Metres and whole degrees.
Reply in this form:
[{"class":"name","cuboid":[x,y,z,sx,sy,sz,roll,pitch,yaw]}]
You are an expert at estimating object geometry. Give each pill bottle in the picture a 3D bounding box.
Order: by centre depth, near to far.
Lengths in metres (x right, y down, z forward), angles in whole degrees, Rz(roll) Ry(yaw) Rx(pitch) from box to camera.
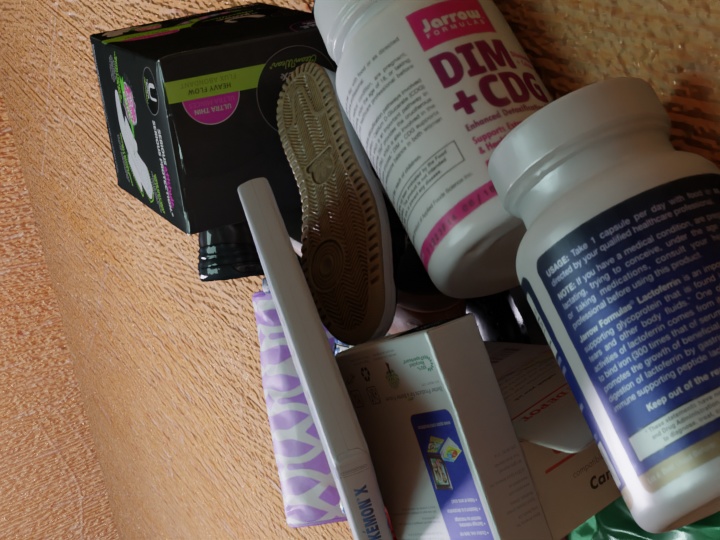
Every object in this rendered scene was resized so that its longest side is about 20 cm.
[{"class":"pill bottle","cuboid":[0.145,0.015,0.709,0.201,0.115,0.116,66,159,17]},{"class":"pill bottle","cuboid":[0.053,-0.095,0.865,0.201,0.112,0.114,63,158,23]}]

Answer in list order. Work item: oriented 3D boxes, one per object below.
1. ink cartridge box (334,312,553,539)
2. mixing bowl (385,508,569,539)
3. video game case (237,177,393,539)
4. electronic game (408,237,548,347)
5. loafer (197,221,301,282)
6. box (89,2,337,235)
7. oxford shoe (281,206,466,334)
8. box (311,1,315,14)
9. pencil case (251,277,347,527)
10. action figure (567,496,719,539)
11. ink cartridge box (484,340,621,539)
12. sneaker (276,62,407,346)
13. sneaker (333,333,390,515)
[{"class":"ink cartridge box","cuboid":[0.054,0.129,0.791,0.099,0.039,0.202,-17,91,56]},{"class":"mixing bowl","cuboid":[0.080,0.204,0.987,0.109,0.198,0.202,-76,-12,-51]},{"class":"video game case","cuboid":[-0.022,0.074,0.861,0.183,0.022,0.201,77,173,-53]},{"class":"electronic game","cuboid":[0.084,0.037,0.995,0.200,0.041,0.201,42,144,40]},{"class":"loafer","cuboid":[-0.068,-0.034,1.195,0.200,0.072,0.073,-8,-89,-68]},{"class":"box","cuboid":[-0.099,-0.119,1.068,0.200,0.147,0.126,-149,47,-63]},{"class":"oxford shoe","cuboid":[0.000,0.000,1.004,0.200,0.071,0.072,38,146,46]},{"class":"box","cuboid":[-0.004,-0.096,1.118,0.161,0.043,0.200,66,159,18]},{"class":"pencil case","cuboid":[-0.030,0.101,1.132,0.085,0.084,0.202,-9,90,27]},{"class":"action figure","cuboid":[0.189,0.163,0.809,0.200,0.054,0.119,-19,87,63]},{"class":"ink cartridge box","cuboid":[0.101,0.098,0.851,0.199,0.116,0.068,0,114,55]},{"class":"sneaker","cuboid":[0.015,-0.037,0.930,0.070,0.108,0.202,-36,53,34]},{"class":"sneaker","cuboid":[0.002,0.085,1.061,0.076,0.076,0.202,97,159,-77]}]
